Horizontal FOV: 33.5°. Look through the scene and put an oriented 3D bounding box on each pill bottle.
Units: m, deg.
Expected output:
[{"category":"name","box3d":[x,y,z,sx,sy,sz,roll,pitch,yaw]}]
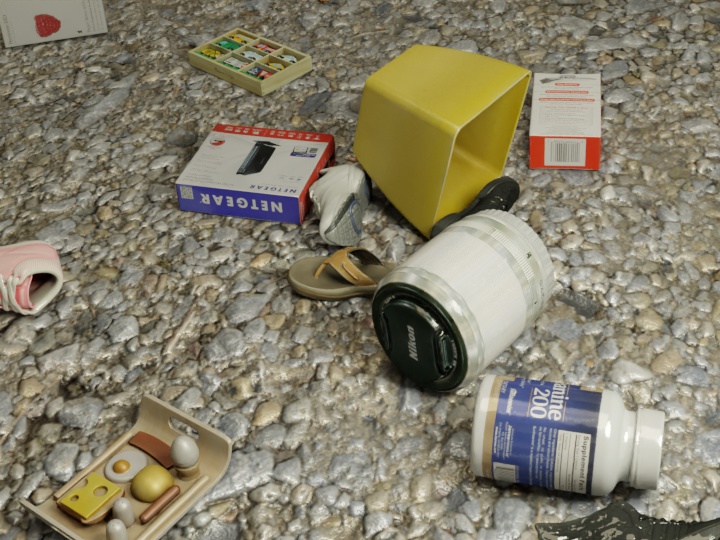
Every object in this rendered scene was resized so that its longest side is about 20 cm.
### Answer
[{"category":"pill bottle","box3d":[0.222,0.179,1.285,0.196,0.112,0.112,7,37,14]}]

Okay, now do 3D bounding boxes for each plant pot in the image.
[{"category":"plant pot","box3d":[0.102,-0.205,1.705,0.175,0.202,0.199,33,48,21]}]

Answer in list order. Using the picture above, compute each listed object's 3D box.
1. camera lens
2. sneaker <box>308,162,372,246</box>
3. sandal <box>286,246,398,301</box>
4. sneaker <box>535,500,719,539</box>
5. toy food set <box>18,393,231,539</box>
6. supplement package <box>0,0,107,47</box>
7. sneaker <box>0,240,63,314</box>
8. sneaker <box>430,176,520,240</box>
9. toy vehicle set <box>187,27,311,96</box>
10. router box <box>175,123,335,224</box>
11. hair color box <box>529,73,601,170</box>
[{"category":"camera lens","box3d":[0.122,0.036,1.445,0.158,0.162,0.199,24,45,33]},{"category":"sneaker","box3d":[-0.036,-0.092,1.718,0.085,0.076,0.201,-2,27,12]},{"category":"sandal","box3d":[0.000,0.000,1.594,0.196,0.055,0.081,5,37,12]},{"category":"sneaker","box3d":[0.281,0.265,1.194,0.197,0.061,0.105,-20,44,-16]},{"category":"toy food set","box3d":[-0.255,0.224,1.311,0.142,0.061,0.200,22,43,30]},{"category":"supplement package","box3d":[-0.593,-0.517,2.287,0.196,0.123,0.120,-11,37,-9]},{"category":"sneaker","box3d":[-0.490,0.020,1.594,0.197,0.077,0.105,-16,33,-23]},{"category":"sneaker","box3d":[0.175,-0.053,1.649,0.199,0.061,0.104,-34,44,-26]},{"category":"toy vehicle set","box3d":[-0.198,-0.375,2.139,0.198,0.027,0.124,27,47,35]},{"category":"router box","box3d":[-0.155,-0.149,1.813,0.196,0.050,0.181,7,38,14]},{"category":"hair color box","box3d":[0.321,-0.235,1.875,0.109,0.065,0.201,2,38,10]}]
